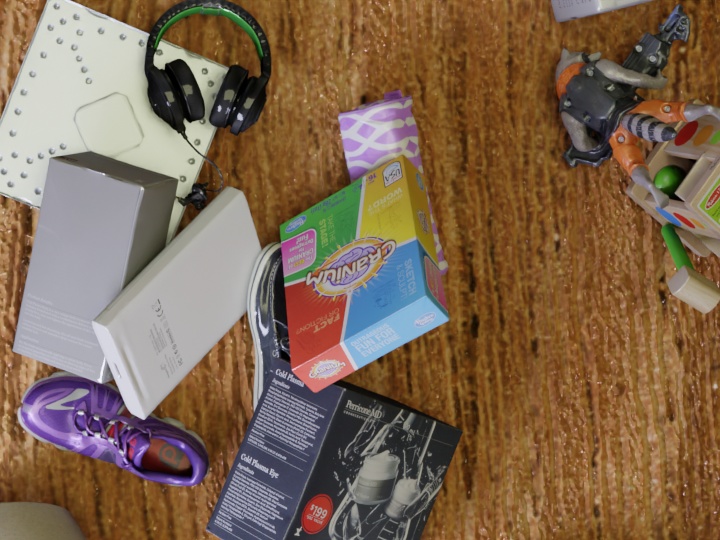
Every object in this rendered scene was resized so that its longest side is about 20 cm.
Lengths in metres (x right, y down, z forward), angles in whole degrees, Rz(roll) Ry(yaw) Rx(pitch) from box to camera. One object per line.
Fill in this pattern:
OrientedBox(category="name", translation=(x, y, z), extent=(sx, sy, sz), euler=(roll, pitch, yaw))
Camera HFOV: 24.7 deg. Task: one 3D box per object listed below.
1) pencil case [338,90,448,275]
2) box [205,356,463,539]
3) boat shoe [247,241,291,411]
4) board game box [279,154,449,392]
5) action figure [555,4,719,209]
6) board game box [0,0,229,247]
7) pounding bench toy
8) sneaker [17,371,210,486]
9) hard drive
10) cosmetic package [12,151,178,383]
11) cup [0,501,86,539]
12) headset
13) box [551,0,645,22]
OrientedBox(category="pencil case", translation=(0.037, -0.078, 1.672), extent=(0.085, 0.084, 0.201), euler=(-22, 103, -49))
OrientedBox(category="box", translation=(-0.023, 0.205, 1.616), extent=(0.200, 0.104, 0.183), euler=(23, 87, -48))
OrientedBox(category="boat shoe", translation=(-0.072, 0.071, 1.652), extent=(0.074, 0.062, 0.201), euler=(-13, 104, -56))
OrientedBox(category="board game box", translation=(0.000, 0.000, 1.557), extent=(0.153, 0.201, 0.040), euler=(-30, 130, 19))
OrientedBox(category="action figure", translation=(0.278, -0.182, 1.671), extent=(0.104, 0.193, 0.201), euler=(17, 105, -52))
OrientedBox(category="board game box", translation=(-0.250, -0.142, 1.630), extent=(0.199, 0.026, 0.201), euler=(22, 89, -13))
OrientedBox(category="pounding bench toy", translation=(0.356, -0.059, 1.700), extent=(0.124, 0.156, 0.200), euler=(38, 85, -21))
OrientedBox(category="sneaker", translation=(-0.238, 0.158, 1.622), extent=(0.199, 0.083, 0.081), euler=(21, 89, -12))
OrientedBox(category="hard drive", translation=(-0.168, 0.031, 1.585), extent=(0.200, 0.026, 0.132), euler=(-48, 143, -30))
OrientedBox(category="cosmetic package", translation=(-0.253, -0.005, 1.572), extent=(0.106, 0.090, 0.201), euler=(20, 102, 16))
OrientedBox(category="cup", translation=(-0.328, 0.303, 1.573), extent=(0.199, 0.200, 0.144), euler=(2, 67, -13))
OrientedBox(category="headset", translation=(-0.152, -0.164, 1.613), extent=(0.123, 0.094, 0.201), euler=(4, 78, -9))
OrientedBox(category="box", translation=(0.286, -0.376, 1.681), extent=(0.198, 0.131, 0.201), euler=(-16, 97, -11))
